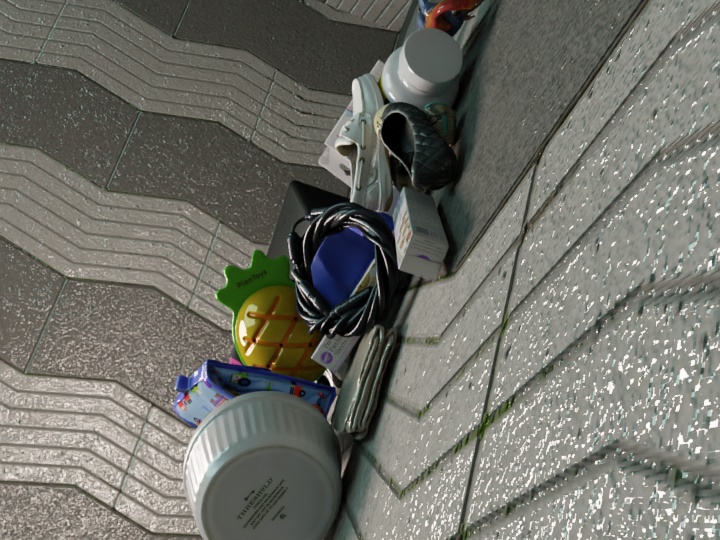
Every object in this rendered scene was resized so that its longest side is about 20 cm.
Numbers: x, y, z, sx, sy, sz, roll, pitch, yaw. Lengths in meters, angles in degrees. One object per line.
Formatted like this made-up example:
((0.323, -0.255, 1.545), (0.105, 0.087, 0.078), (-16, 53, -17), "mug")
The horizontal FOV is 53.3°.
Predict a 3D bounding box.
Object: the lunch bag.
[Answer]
((-0.156, 0.188, 0.963), (0.150, 0.198, 0.095), (-41, 31, 51), "lunch bag")

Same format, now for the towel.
((0.002, 0.139, 0.892), (0.200, 0.034, 0.134), (131, 158, -79), "towel")

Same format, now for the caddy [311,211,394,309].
((0.000, 0.000, 1.021), (0.142, 0.104, 0.201), (-48, -11, -39), "caddy")

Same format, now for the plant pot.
((-0.060, -0.032, 1.368), (0.178, 0.197, 0.202), (-126, 54, -68), "plant pot")

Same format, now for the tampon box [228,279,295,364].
((-0.114, 0.118, 1.263), (0.151, 0.197, 0.127), (114, 173, -47), "tampon box")

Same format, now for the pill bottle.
((0.075, -0.247, 1.012), (0.200, 0.110, 0.113), (121, 167, -69), "pill bottle")

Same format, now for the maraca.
((-0.117, 0.072, 0.993), (0.136, 0.202, 0.107), (-28, 9, -1), "maraca")

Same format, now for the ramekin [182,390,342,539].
((-0.111, 0.256, 0.853), (0.094, 0.200, 0.205), (-132, 60, -70), "ramekin")

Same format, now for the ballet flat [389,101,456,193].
((0.076, -0.142, 0.953), (0.200, 0.067, 0.077), (125, 147, -66), "ballet flat")

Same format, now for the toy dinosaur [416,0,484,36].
((0.121, -0.338, 0.986), (0.182, 0.103, 0.203), (-73, -10, -60), "toy dinosaur")

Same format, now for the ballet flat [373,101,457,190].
((0.054, -0.156, 0.857), (0.200, 0.056, 0.067), (-124, 35, -54), "ballet flat")

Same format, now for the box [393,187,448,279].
((0.062, -0.045, 0.773), (0.200, 0.041, 0.039), (-90, 19, -71), "box")

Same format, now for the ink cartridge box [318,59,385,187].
((0.022, -0.227, 1.188), (0.201, 0.116, 0.068), (-55, 2, 14), "ink cartridge box")

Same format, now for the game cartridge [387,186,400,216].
((0.046, -0.083, 1.173), (0.133, 0.040, 0.203), (117, 170, -79), "game cartridge")

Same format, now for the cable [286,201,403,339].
((-0.026, 0.002, 0.876), (0.198, 0.050, 0.166), (2, 86, 47), "cable")

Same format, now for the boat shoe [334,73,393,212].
((-0.001, -0.177, 0.977), (0.071, 0.068, 0.203), (114, 151, -69), "boat shoe")

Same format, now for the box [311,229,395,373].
((0.005, 0.040, 0.915), (0.201, 0.041, 0.039), (-56, 1, 19), "box")

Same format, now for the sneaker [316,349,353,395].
((-0.056, 0.131, 1.088), (0.200, 0.075, 0.089), (-159, 80, -67), "sneaker")
